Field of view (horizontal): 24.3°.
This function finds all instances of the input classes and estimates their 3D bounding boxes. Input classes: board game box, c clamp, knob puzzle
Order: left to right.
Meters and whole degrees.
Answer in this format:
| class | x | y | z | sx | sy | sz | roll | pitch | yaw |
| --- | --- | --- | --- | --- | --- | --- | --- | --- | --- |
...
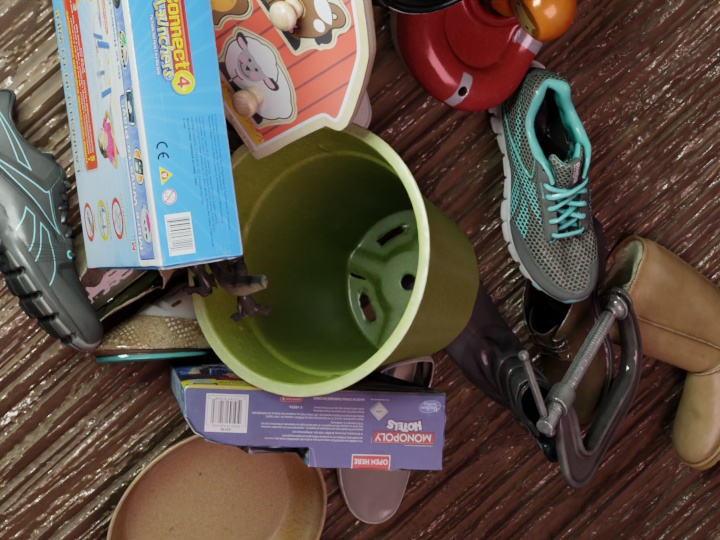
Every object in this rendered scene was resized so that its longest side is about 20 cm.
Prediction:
| class | x | y | z | sx | sy | sz | roll | pitch | yaw |
| --- | --- | --- | --- | --- | --- | --- | --- | --- | --- |
| board game box | -0.146 | -0.102 | 1.108 | 0.055 | 0.195 | 0.203 | -8 | 93 | -22 |
| knob puzzle | -0.069 | -0.175 | 1.121 | 0.030 | 0.218 | 0.222 | -42 | 133 | -40 |
| board game box | -0.051 | 0.110 | 1.323 | 0.197 | 0.200 | 0.062 | 3 | 93 | -10 |
| c clamp | 0.195 | 0.087 | 1.396 | 0.200 | 0.027 | 0.172 | -47 | 133 | -45 |

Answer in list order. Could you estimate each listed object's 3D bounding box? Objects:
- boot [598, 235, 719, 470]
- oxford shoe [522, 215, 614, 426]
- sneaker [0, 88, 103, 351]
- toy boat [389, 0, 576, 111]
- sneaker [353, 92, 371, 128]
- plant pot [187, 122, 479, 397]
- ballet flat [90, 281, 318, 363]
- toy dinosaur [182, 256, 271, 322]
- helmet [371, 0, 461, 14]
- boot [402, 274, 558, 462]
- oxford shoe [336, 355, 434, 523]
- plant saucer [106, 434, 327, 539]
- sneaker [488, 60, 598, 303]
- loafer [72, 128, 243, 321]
| class | x | y | z | sx | sy | sz | roll | pitch | yaw |
| --- | --- | --- | --- | --- | --- | --- | --- | --- | --- |
| boot | 0.281 | 0.078 | 1.542 | 0.199 | 0.066 | 0.177 | 22 | 92 | -34 |
| oxford shoe | 0.171 | 0.053 | 1.452 | 0.084 | 0.072 | 0.202 | -35 | 124 | -44 |
| sneaker | -0.232 | -0.036 | 1.190 | 0.079 | 0.075 | 0.201 | -36 | 102 | -23 |
| toy boat | 0.116 | -0.210 | 1.260 | 0.130 | 0.131 | 0.201 | 26 | 103 | -34 |
| sneaker | -0.047 | -0.163 | 1.238 | 0.075 | 0.081 | 0.200 | -40 | 128 | -4 |
| plant pot | 0.000 | 0.000 | 1.278 | 0.201 | 0.200 | 0.190 | -56 | 155 | 10 |
| ballet flat | -0.120 | 0.041 | 1.330 | 0.198 | 0.070 | 0.066 | 1 | 89 | -30 |
| toy dinosaur | -0.102 | -0.011 | 1.172 | 0.047 | 0.200 | 0.089 | -23 | 130 | -13 |
| helmet | 0.019 | -0.290 | 1.133 | 0.199 | 0.191 | 0.201 | -27 | 146 | -19 |
| boot | 0.113 | 0.068 | 1.407 | 0.070 | 0.132 | 0.200 | -44 | 126 | 3 |
| oxford shoe | 0.023 | 0.139 | 1.448 | 0.074 | 0.058 | 0.202 | -5 | 120 | -27 |
| plant saucer | -0.126 | 0.211 | 1.424 | 0.198 | 0.035 | 0.202 | -12 | 121 | -21 |
| sneaker | 0.153 | -0.070 | 1.340 | 0.077 | 0.091 | 0.202 | -17 | 97 | -12 |
| loafer | -0.157 | -0.024 | 1.263 | 0.200 | 0.067 | 0.076 | -44 | 126 | 1 |
